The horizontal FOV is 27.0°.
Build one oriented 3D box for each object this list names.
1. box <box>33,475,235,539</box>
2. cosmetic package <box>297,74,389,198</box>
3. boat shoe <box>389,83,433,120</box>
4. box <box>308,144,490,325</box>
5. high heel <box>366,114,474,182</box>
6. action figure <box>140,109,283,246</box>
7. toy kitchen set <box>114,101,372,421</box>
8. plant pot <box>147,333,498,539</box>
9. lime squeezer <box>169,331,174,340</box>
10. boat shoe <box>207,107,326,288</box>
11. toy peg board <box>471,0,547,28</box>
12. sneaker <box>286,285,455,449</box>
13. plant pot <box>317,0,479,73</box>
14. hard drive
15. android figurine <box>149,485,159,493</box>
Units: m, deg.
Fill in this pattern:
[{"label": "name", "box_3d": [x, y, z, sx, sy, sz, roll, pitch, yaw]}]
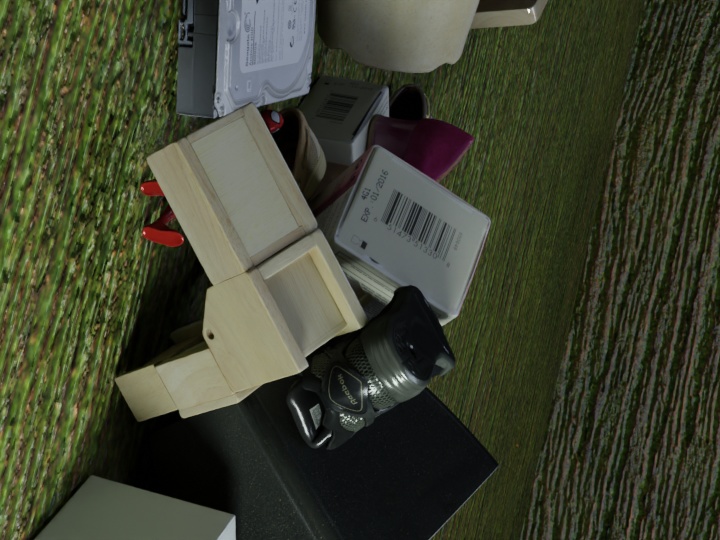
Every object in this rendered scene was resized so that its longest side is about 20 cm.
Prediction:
[{"label": "box", "box_3d": [-0.167, 0.272, 1.120, 0.098, 0.124, 0.201, -53, 151, -55]}, {"label": "cosmetic package", "box_3d": [-0.018, -0.074, 1.446, 0.105, 0.071, 0.201, -61, 157, -44]}, {"label": "boat shoe", "box_3d": [0.034, -0.121, 1.591, 0.200, 0.072, 0.060, -66, 154, -45]}, {"label": "box", "box_3d": [0.000, 0.000, 1.308, 0.200, 0.128, 0.109, -36, -153, 54]}, {"label": "high heel", "box_3d": [0.053, -0.049, 1.405, 0.067, 0.096, 0.201, -44, 143, -59]}, {"label": "action figure", "box_3d": [-0.109, -0.086, 1.192, 0.200, 0.051, 0.066, -56, 148, -56]}, {"label": "toy kitchen set", "box_3d": [-0.094, -0.015, 1.113, 0.163, 0.200, 0.181, -35, 100, -43]}, {"label": "plant pot", "box_3d": [-0.047, 0.155, 1.199, 0.200, 0.199, 0.178, -36, 96, -46]}, {"label": "lime squeezer", "box_3d": [-0.118, 0.070, 1.310, 0.071, 0.038, 0.200, -40, 154, -10]}, {"label": "boat shoe", "box_3d": [-0.086, -0.054, 1.261, 0.065, 0.071, 0.200, 72, 27, -44]}, {"label": "toy peg board", "box_3d": [0.093, -0.326, 1.448, 0.200, 0.198, 0.098, -63, 142, -41]}, {"label": "sneaker", "box_3d": [0.006, 0.071, 1.126, 0.076, 0.114, 0.199, 61, 17, -3]}, {"label": "plant pot", "box_3d": [0.038, -0.280, 1.299, 0.201, 0.200, 0.184, -51, 156, -56]}, {"label": "hard drive", "box_3d": [-0.085, -0.200, 1.185, 0.200, 0.038, 0.140, -29, 125, -67]}, {"label": "android figurine", "box_3d": [-0.153, 0.257, 1.298, 0.200, 0.041, 0.183, 65, 40, -63]}]
